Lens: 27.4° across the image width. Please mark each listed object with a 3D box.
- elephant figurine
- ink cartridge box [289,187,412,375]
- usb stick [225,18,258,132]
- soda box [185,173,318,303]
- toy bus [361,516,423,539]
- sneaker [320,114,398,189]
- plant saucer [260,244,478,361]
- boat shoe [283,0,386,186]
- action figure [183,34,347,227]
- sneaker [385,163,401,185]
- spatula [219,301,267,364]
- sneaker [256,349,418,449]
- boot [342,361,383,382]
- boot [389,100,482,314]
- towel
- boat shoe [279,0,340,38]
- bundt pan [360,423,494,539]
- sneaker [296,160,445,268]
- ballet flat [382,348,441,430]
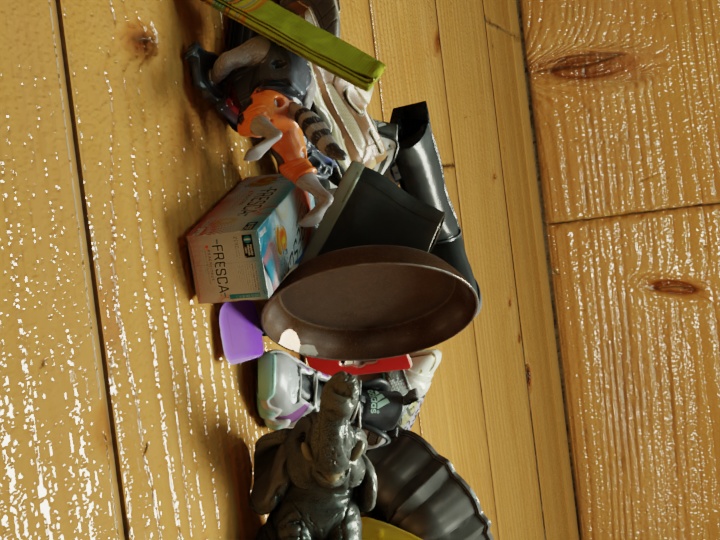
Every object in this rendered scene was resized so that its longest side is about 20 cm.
[{"bbox_3d":[-0.035,0.188,1.328,0.141,0.155,0.201,7,85,-52],"label":"elephant figurine"},{"bbox_3d":[-0.018,0.014,1.515,0.067,0.116,0.200,-80,159,-49],"label":"ink cartridge box"},{"bbox_3d":[-0.110,-0.225,1.435,0.056,0.032,0.201,73,17,-57],"label":"usb stick"},{"bbox_3d":[-0.094,-0.033,1.338,0.200,0.068,0.064,-59,142,-68],"label":"soda box"},{"bbox_3d":[0.009,0.367,1.443,0.192,0.135,0.200,-61,173,-31],"label":"toy bus"},{"bbox_3d":[-0.024,-0.165,1.543,0.076,0.115,0.201,-108,-176,-54],"label":"sneaker"},{"bbox_3d":[0.007,0.027,1.354,0.200,0.200,0.035,58,23,-59],"label":"plant saucer"},{"bbox_3d":[-0.026,-0.177,1.459,0.076,0.074,0.200,46,-21,51],"label":"boat shoe"},{"bbox_3d":[-0.057,-0.137,1.329,0.200,0.104,0.194,33,34,-43],"label":"action figure"},{"bbox_3d":[0.010,-0.094,1.680,0.200,0.108,0.070,-80,158,-47],"label":"sneaker"},{"bbox_3d":[-0.093,0.053,1.399,0.200,0.020,0.057,-4,84,-78],"label":"spatula"},{"bbox_3d":[-0.014,0.124,1.433,0.200,0.139,0.078,53,34,-63],"label":"sneaker"},{"bbox_3d":[-0.003,0.122,1.647,0.146,0.070,0.201,27,57,-65],"label":"boot"},{"bbox_3d":[0.080,-0.064,1.625,0.165,0.065,0.201,-107,-177,-55],"label":"boot"},{"bbox_3d":[-0.069,-0.224,1.330,0.018,0.200,0.086,-60,-179,25],"label":"towel"},{"bbox_3d":[-0.052,-0.280,1.600,0.072,0.075,0.201,43,45,-71],"label":"boat shoe"},{"bbox_3d":[0.043,0.259,1.552,0.076,0.202,0.202,-38,130,-28],"label":"bundt pan"},{"bbox_3d":[0.000,0.000,1.392,0.200,0.106,0.075,-64,178,41],"label":"sneaker"},{"bbox_3d":[0.052,0.078,1.620,0.072,0.072,0.201,-16,97,-75],"label":"ballet flat"}]
